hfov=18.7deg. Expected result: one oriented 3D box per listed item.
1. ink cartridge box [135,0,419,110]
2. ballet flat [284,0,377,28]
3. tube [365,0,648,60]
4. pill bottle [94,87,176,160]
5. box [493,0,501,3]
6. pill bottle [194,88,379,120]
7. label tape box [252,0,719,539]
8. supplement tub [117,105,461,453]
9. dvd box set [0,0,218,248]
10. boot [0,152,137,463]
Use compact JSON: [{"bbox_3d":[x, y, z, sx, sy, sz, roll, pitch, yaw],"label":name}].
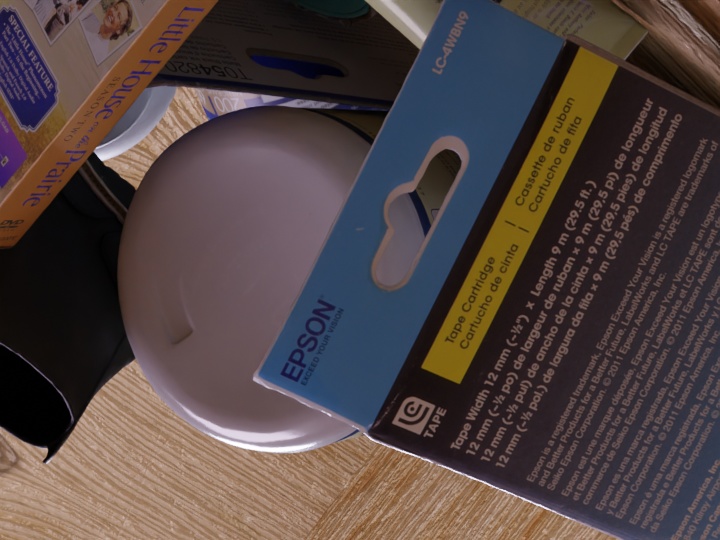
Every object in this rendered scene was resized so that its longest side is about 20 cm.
[{"bbox_3d":[-0.068,-0.124,0.979,0.199,0.041,0.200,3,-140,-41],"label":"ink cartridge box"},{"bbox_3d":[-0.061,-0.187,0.964,0.200,0.072,0.072,36,-179,3],"label":"ballet flat"},{"bbox_3d":[0.007,-0.124,0.771,0.200,0.058,0.052,39,-171,-1],"label":"tube"},{"bbox_3d":[-0.145,-0.111,1.084,0.111,0.111,0.200,37,-176,-12],"label":"pill bottle"},{"bbox_3d":[-0.044,-0.171,0.637,0.200,0.044,0.160,38,-179,28],"label":"box"},{"bbox_3d":[-0.012,-0.060,1.167,0.111,0.111,0.200,39,156,56],"label":"pill bottle"},{"bbox_3d":[0.076,0.005,0.734,0.200,0.144,0.066,24,-173,-19],"label":"label tape box"},{"bbox_3d":[0.000,0.000,0.978,0.145,0.145,0.200,38,-161,21],"label":"supplement tub"},{"bbox_3d":[-0.127,-0.126,0.865,0.029,0.200,0.146,-3,-125,-50],"label":"dvd box set"},{"bbox_3d":[-0.168,-0.023,0.933,0.200,0.077,0.138,40,-147,-7],"label":"boot"}]
